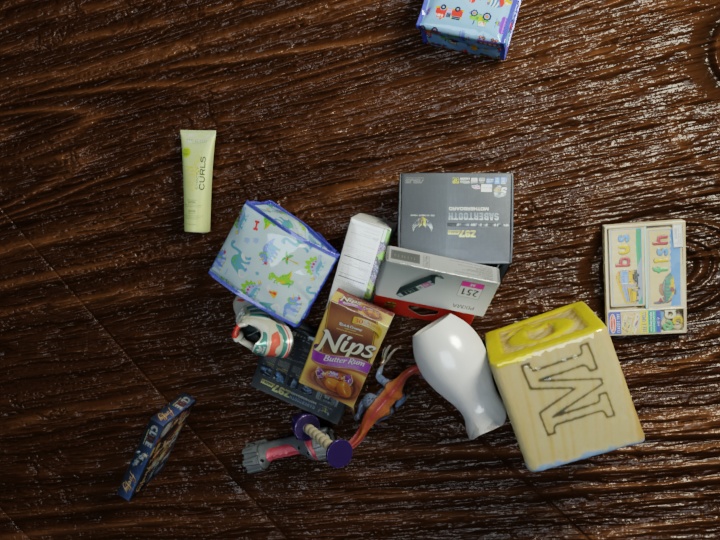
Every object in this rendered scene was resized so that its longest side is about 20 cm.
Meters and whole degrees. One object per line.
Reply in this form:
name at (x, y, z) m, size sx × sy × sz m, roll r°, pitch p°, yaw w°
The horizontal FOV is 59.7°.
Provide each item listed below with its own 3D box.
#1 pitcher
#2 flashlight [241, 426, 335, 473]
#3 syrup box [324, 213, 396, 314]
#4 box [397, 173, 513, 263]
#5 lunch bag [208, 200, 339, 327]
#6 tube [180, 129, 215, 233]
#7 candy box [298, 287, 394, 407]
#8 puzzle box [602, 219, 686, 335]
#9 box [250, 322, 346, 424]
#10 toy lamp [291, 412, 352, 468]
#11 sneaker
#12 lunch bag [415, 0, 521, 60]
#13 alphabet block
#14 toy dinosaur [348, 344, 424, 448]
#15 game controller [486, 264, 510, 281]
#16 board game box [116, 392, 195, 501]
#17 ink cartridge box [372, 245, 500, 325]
pitcher at (0.185, 0.178, 1.134) m, size 0.121 × 0.172 × 0.200 m, roll -32°, pitch 88°, yaw 18°
flashlight at (-0.148, 0.378, 1.303) m, size 0.199 × 0.068 × 0.068 m, roll -19°, pitch 99°, yaw 15°
syrup box at (0.000, 0.000, 1.184) m, size 0.081 × 0.079 × 0.201 m, roll 18°, pitch 104°, yaw 9°
box at (0.167, -0.091, 1.111) m, size 0.199 × 0.051 × 0.158 m, roll 2°, pitch 91°, yaw 8°
lunch bag at (-0.156, -0.014, 1.194) m, size 0.200 × 0.127 × 0.170 m, roll 34°, pitch 106°, yaw 15°
tube at (-0.324, -0.176, 1.242) m, size 0.058 × 0.052 × 0.201 m, roll -1°, pitch 98°, yaw -28°
candy box at (-0.028, 0.144, 1.160) m, size 0.116 × 0.056 × 0.201 m, roll 24°, pitch 117°, yaw 5°
puzzle box at (0.497, 0.014, 1.100) m, size 0.132 × 0.025 × 0.201 m, roll -4°, pitch 100°, yaw 14°
box at (-0.105, 0.198, 1.263) m, size 0.199 × 0.051 × 0.158 m, roll 22°, pitch 104°, yaw 8°
toy lamp at (-0.082, 0.316, 1.199) m, size 0.058 × 0.200 × 0.058 m, roll -2°, pitch 94°, yaw -27°
sneaker at (-0.212, 0.098, 1.206) m, size 0.200 × 0.093 × 0.071 m, roll 42°, pitch 115°, yaw 42°
lunch bag at (0.196, -0.476, 1.046) m, size 0.150 × 0.094 × 0.201 m, roll 17°, pitch 95°, yaw 12°
alphabet block at (0.340, 0.193, 1.082) m, size 0.196 × 0.195 × 0.201 m, roll -20°, pitch 97°, yaw 10°
toy dinosaur at (0.062, 0.248, 1.190) m, size 0.105 × 0.200 × 0.182 m, roll 30°, pitch 139°, yaw -10°
game controller at (0.176, -0.034, 1.164) m, size 0.200 × 0.042 × 0.105 m, roll 30°, pitch 92°, yaw 5°
board game box at (-0.431, 0.371, 1.331) m, size 0.035 × 0.135 × 0.200 m, roll 30°, pitch 107°, yaw 6°
ink cartridge box at (0.125, 0.047, 1.119) m, size 0.199 × 0.044 × 0.174 m, roll 11°, pitch 135°, yaw -3°
